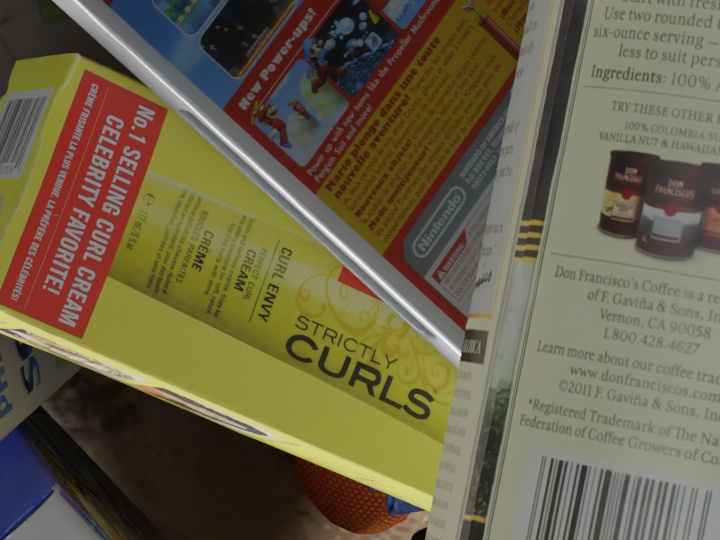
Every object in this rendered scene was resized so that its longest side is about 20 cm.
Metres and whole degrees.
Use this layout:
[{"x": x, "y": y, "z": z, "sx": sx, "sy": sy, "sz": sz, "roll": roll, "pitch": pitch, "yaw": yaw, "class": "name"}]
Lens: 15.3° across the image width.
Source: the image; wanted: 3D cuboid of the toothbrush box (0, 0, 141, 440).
[{"x": -0.112, "y": -0.054, "z": 0.808, "sx": 0.086, "sy": 0.200, "sz": 0.146, "roll": 0, "pitch": 112, "yaw": 26, "class": "toothbrush box"}]

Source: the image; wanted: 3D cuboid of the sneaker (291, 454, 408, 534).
[{"x": 0.000, "y": 0.000, "z": 0.853, "sx": 0.073, "sy": 0.077, "sz": 0.201, "roll": 15, "pitch": 119, "yaw": 18, "class": "sneaker"}]

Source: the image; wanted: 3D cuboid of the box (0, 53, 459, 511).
[{"x": -0.014, "y": 0.013, "z": 0.738, "sx": 0.199, "sy": 0.076, "sz": 0.050, "roll": 26, "pitch": 169, "yaw": -25, "class": "box"}]

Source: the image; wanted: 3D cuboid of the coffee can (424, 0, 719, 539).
[{"x": 0.097, "y": 0.019, "z": 0.666, "sx": 0.146, "sy": 0.146, "sz": 0.201, "roll": 11, "pitch": 88, "yaw": 21, "class": "coffee can"}]

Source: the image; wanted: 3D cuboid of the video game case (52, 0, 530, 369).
[{"x": 0.027, "y": -0.067, "z": 0.718, "sx": 0.200, "sy": 0.143, "sz": 0.017, "roll": 42, "pitch": 165, "yaw": -22, "class": "video game case"}]

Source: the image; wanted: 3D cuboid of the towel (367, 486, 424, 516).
[{"x": 0.070, "y": -0.024, "z": 0.801, "sx": 0.146, "sy": 0.024, "sz": 0.201, "roll": -6, "pitch": 117, "yaw": -13, "class": "towel"}]

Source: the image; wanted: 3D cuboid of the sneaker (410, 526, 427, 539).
[{"x": 0.030, "y": 0.182, "z": 0.857, "sx": 0.085, "sy": 0.074, "sz": 0.201, "roll": -20, "pitch": 76, "yaw": 61, "class": "sneaker"}]

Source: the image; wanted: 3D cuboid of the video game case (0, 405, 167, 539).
[{"x": -0.082, "y": 0.103, "z": 0.848, "sx": 0.045, "sy": 0.200, "sz": 0.182, "roll": -40, "pitch": 117, "yaw": -4, "class": "video game case"}]
